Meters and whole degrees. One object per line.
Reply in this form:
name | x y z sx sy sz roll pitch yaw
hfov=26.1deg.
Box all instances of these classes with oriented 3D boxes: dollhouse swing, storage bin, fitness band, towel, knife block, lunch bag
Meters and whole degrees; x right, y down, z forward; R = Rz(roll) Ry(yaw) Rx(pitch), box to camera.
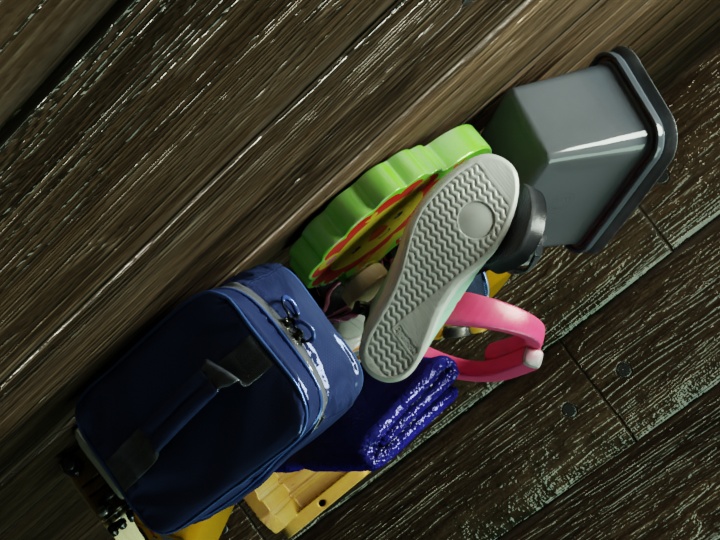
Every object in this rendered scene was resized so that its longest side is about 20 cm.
dollhouse swing | -0.087 0.181 1.767 0.181 0.201 0.176 -37 175 -13
storage bin | 0.173 -0.107 1.435 0.133 0.147 0.200 -11 152 -29
fitness band | 0.084 0.061 1.413 0.200 0.142 0.038 148 -42 -67
towel | -0.006 0.142 1.454 0.148 0.050 0.199 -45 -161 -31
knife block | -0.251 0.187 1.495 0.064 0.176 0.200 -35 -140 -12
lunch bag | -0.101 0.093 1.141 0.200 0.136 0.132 -41 175 25

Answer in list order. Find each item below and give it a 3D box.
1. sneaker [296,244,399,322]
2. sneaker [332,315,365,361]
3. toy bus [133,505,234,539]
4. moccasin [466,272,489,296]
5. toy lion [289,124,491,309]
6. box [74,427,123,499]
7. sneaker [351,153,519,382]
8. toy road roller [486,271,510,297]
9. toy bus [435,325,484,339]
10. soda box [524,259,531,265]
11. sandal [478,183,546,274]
sneaker | 0.000 0.000 1.425 0.199 0.080 0.095 -31 165 36
sneaker | -0.035 0.051 1.572 0.075 0.093 0.199 -22 166 30
toy bus | -0.138 0.161 1.411 0.065 0.078 0.201 71 38 -53
moccasin | 0.081 -0.029 1.494 0.068 0.080 0.201 -52 -145 20
toy lion | 0.027 -0.053 1.277 0.199 0.069 0.192 -38 168 -10
box | -0.150 0.109 1.351 0.199 0.069 0.082 -39 174 -13
sneaker | 0.056 -0.009 1.272 0.201 0.073 0.118 -58 -175 4
toy road roller | 0.110 -0.027 1.816 0.200 0.123 0.146 -32 161 -52
toy bus | 0.040 0.050 1.694 0.198 0.066 0.078 -10 178 12
soda box | 0.117 -0.038 1.622 0.063 0.069 0.200 -6 -176 -16
sandal | 0.128 -0.028 1.307 0.077 0.043 0.200 -64 -174 -3
